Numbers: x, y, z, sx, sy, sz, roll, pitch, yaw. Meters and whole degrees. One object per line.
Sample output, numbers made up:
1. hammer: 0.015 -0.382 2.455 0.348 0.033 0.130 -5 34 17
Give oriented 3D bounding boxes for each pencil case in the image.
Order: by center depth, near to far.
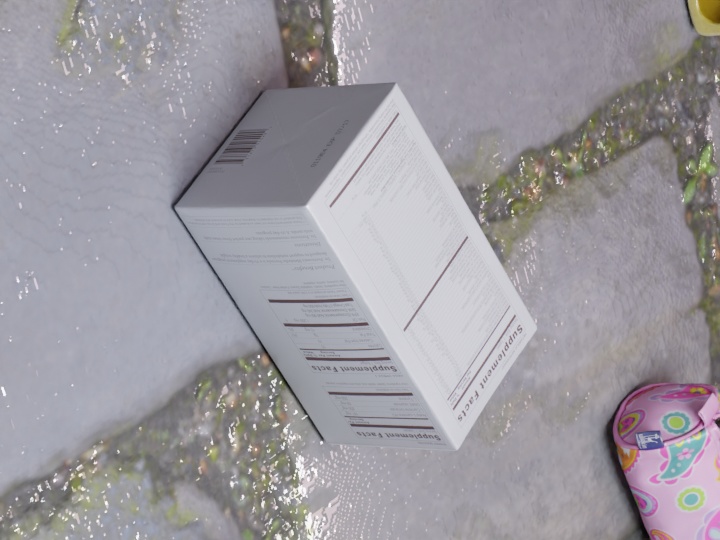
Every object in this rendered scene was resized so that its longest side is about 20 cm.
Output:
1. pencil case: 0.243 0.172 2.066 0.087 0.087 0.200 -45 123 -38

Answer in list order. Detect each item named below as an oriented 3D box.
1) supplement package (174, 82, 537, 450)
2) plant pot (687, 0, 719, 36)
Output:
1. supplement package: 0.000 0.000 1.767 0.114 0.109 0.200 -54 127 -33
2. plant pot: 0.359 -0.285 2.116 0.200 0.195 0.195 -22 107 -53
